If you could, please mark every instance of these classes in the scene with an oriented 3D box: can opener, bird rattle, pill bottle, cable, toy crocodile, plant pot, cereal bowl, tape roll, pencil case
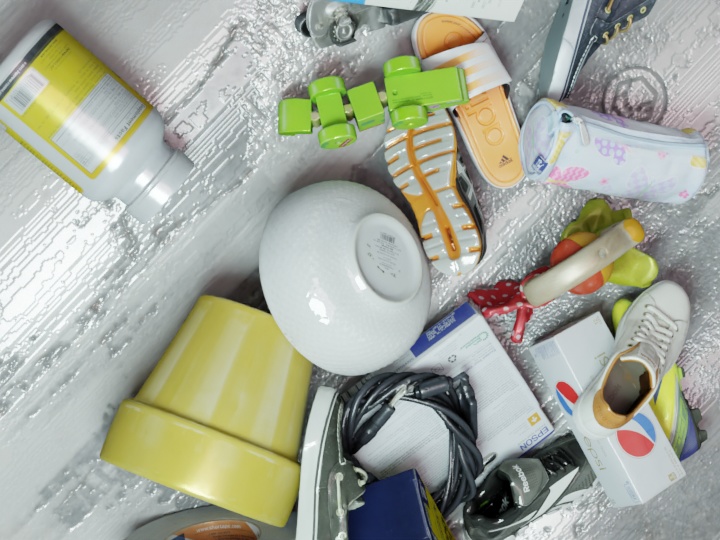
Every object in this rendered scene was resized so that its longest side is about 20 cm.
[{"bbox_3d":[0.028,-0.282,1.303,0.199,0.067,0.054,-24,123,-18],"label":"can opener"},{"bbox_3d":[0.214,-0.006,1.336,0.199,0.163,0.113,-23,83,-14],"label":"bird rattle"},{"bbox_3d":[-0.263,-0.139,1.245,0.200,0.112,0.112,41,91,-14],"label":"pill bottle"},{"bbox_3d":[0.048,0.197,1.333,0.162,0.051,0.201,-12,121,-18],"label":"cable"},{"bbox_3d":[0.011,-0.167,1.296,0.199,0.062,0.068,-14,80,2],"label":"toy crocodile"},{"bbox_3d":[-0.136,0.134,1.285,0.200,0.201,0.190,22,80,-13],"label":"plant pot"},{"bbox_3d":[0.000,0.000,1.275,0.199,0.083,0.201,17,64,-37],"label":"cereal bowl"},{"bbox_3d":[-0.148,0.303,1.299,0.199,0.200,0.067,-9,102,-8],"label":"tape roll"},{"bbox_3d":[0.265,-0.125,1.340,0.199,0.083,0.091,9,140,-22],"label":"pencil case"}]

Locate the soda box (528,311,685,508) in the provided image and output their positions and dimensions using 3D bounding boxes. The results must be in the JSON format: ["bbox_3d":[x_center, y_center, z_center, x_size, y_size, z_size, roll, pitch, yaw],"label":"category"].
[{"bbox_3d":[0.265,0.151,1.378,0.068,0.064,0.201,-26,86,-24],"label":"soda box"}]

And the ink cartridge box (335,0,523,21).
[{"bbox_3d":[0.066,-0.332,1.245,0.199,0.084,0.147,6,64,-7],"label":"ink cartridge box"}]

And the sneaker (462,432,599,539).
[{"bbox_3d":[0.192,0.232,1.398,0.200,0.067,0.091,-35,147,-1],"label":"sneaker"}]

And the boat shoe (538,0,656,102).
[{"bbox_3d":[0.254,-0.261,1.333,0.090,0.071,0.201,16,95,-8],"label":"boat shoe"}]

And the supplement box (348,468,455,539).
[{"bbox_3d":[0.049,0.318,1.333,0.109,0.109,0.200,-21,133,7],"label":"supplement box"}]

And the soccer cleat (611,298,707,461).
[{"bbox_3d":[0.316,0.128,1.419,0.083,0.065,0.201,-27,104,-5],"label":"soccer cleat"}]

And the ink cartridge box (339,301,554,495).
[{"bbox_3d":[0.088,0.162,1.386,0.196,0.043,0.200,-36,125,-2],"label":"ink cartridge box"}]

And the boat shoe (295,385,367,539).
[{"bbox_3d":[-0.026,0.214,1.245,0.063,0.071,0.201,4,78,4],"label":"boat shoe"}]

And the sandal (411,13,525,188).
[{"bbox_3d":[0.128,-0.180,1.333,0.079,0.059,0.207,-30,104,-4],"label":"sandal"}]

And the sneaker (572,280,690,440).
[{"bbox_3d":[0.298,0.087,1.325,0.073,0.085,0.200,35,67,-1],"label":"sneaker"}]

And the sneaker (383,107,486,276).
[{"bbox_3d":[0.082,-0.091,1.338,0.078,0.077,0.201,-16,85,22],"label":"sneaker"}]
